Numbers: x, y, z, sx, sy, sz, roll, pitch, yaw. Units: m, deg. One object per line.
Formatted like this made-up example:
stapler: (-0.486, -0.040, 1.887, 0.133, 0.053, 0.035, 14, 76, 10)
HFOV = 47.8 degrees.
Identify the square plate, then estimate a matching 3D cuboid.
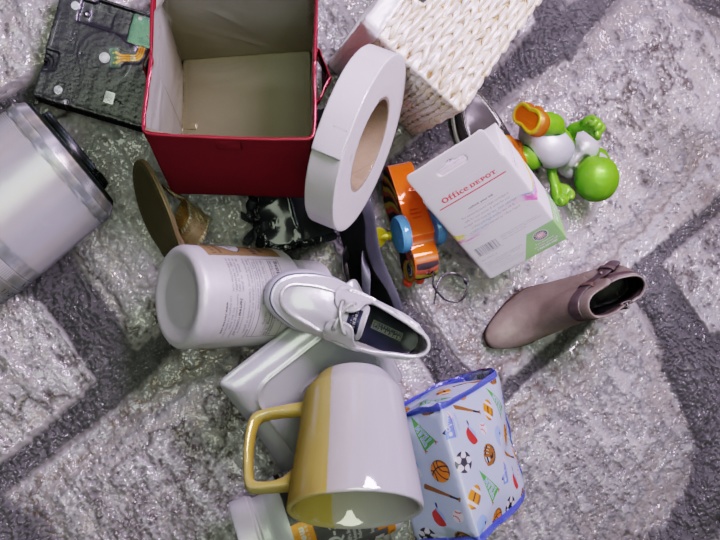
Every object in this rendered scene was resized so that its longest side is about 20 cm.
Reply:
square plate: (-0.047, 0.139, 0.988, 0.199, 0.028, 0.200, -37, 132, -12)

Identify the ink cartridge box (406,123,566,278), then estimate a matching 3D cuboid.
ink cartridge box: (0.151, -0.094, 0.992, 0.116, 0.068, 0.200, -28, 127, 24)

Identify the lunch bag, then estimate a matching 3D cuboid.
lunch bag: (0.130, 0.227, 1.023, 0.198, 0.122, 0.173, -16, 90, -51)

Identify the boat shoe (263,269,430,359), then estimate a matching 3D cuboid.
boat shoe: (-0.010, 0.050, 0.908, 0.197, 0.065, 0.075, 16, 88, -19)

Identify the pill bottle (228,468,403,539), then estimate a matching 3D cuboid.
pill bottle: (-0.054, 0.293, 0.992, 0.197, 0.116, 0.119, -19, 92, -13)

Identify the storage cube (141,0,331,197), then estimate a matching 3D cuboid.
storage cube: (-0.132, -0.190, 0.900, 0.195, 0.180, 0.175, 1, 76, -4)

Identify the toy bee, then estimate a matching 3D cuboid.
toy bee: (0.064, -0.030, 1.049, 0.128, 0.109, 0.204, 7, 60, -7)

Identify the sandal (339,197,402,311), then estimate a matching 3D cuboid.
sandal: (-0.001, 0.000, 1.022, 0.042, 0.075, 0.204, -27, 108, -35)

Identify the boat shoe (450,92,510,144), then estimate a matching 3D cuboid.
boat shoe: (0.183, -0.152, 1.090, 0.071, 0.061, 0.204, -25, 93, -13)

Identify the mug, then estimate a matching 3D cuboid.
mug: (-0.023, 0.186, 0.897, 0.183, 0.149, 0.156, 14, 57, -24)

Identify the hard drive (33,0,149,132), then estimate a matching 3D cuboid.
hard drive: (-0.285, -0.249, 1.005, 0.196, 0.038, 0.143, 14, 85, -11)

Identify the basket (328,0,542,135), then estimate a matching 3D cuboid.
basket: (0.089, -0.300, 1.007, 0.160, 0.200, 0.199, 38, 81, -10)

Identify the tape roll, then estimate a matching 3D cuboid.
tape roll: (-0.004, -0.143, 0.891, 0.036, 0.203, 0.206, 22, 82, 12)

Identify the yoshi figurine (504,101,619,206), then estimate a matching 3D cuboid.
yoshi figurine: (0.274, -0.144, 1.062, 0.197, 0.111, 0.115, 9, 80, -40)

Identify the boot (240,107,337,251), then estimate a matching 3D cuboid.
boot: (-0.063, -0.115, 1.030, 0.194, 0.073, 0.166, -13, 92, -13)

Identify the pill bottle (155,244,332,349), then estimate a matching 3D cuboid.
pill bottle: (-0.130, 0.031, 0.955, 0.198, 0.113, 0.117, 2, 87, -43)

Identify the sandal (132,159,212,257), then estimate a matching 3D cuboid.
sandal: (-0.212, -0.041, 1.006, 0.069, 0.077, 0.215, -25, 100, -36)

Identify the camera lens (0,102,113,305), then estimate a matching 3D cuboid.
camera lens: (-0.392, -0.073, 0.911, 0.200, 0.160, 0.161, -42, 96, -11)

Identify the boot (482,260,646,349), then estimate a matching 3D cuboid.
boot: (0.267, 0.048, 1.056, 0.198, 0.146, 0.071, -31, 96, -11)
